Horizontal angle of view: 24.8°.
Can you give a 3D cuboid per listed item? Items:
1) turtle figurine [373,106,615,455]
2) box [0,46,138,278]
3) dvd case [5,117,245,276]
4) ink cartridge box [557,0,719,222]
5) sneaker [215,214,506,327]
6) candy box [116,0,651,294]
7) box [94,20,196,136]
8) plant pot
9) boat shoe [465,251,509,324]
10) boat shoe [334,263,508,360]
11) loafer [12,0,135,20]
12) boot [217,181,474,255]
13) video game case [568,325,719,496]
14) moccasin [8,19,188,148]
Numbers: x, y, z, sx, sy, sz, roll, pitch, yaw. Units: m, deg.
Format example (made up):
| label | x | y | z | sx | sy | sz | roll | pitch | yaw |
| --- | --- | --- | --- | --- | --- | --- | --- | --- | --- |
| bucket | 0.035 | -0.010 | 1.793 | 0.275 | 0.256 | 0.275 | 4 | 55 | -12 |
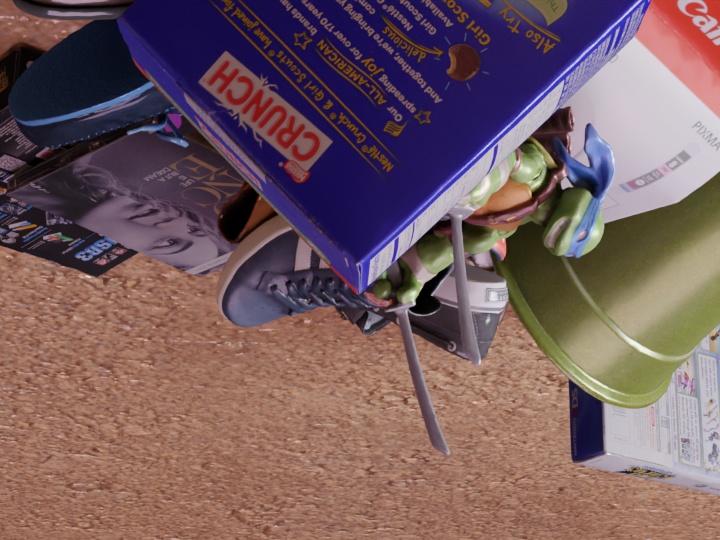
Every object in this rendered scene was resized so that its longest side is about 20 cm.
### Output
| label | x | y | z | sx | sy | sz | roll | pitch | yaw |
| --- | --- | --- | --- | --- | --- | --- | --- | --- | --- |
| turtle figurine | 0.021 | -0.034 | 0.877 | 0.193 | 0.201 | 0.144 | 35 | -178 | 11 |
| box | -0.217 | -0.071 | 1.189 | 0.197 | 0.050 | 0.199 | 18 | 149 | -38 |
| dvd case | -0.129 | -0.050 | 1.168 | 0.148 | 0.016 | 0.199 | -21 | 151 | 33 |
| ink cartridge box | 0.154 | -0.102 | 0.916 | 0.162 | 0.057 | 0.199 | 35 | 150 | -31 |
| sneaker | 0.000 | 0.000 | 0.992 | 0.199 | 0.085 | 0.075 | -29 | 148 | 21 |
| candy box | 0.013 | -0.118 | 0.783 | 0.200 | 0.169 | 0.077 | -42 | 169 | -10 |
| box | -0.082 | -0.161 | 0.966 | 0.142 | 0.036 | 0.200 | -22 | 152 | 2 |
| plant pot | 0.222 | -0.035 | 1.154 | 0.199 | 0.202 | 0.190 | 19 | 137 | -37 |
| boat shoe | 0.104 | -0.016 | 1.300 | 0.074 | 0.069 | 0.200 | -4 | 156 | 5 |
| boat shoe | 0.014 | 0.014 | 1.128 | 0.199 | 0.067 | 0.070 | 17 | -167 | 33 |
| loafer | -0.086 | -0.178 | 0.842 | 0.198 | 0.072 | 0.063 | -14 | 129 | -24 |
| boot | 0.028 | -0.083 | 1.022 | 0.198 | 0.069 | 0.188 | 4 | 145 | -34 |
| video game case | 0.249 | 0.073 | 1.344 | 0.180 | 0.202 | 0.045 | 15 | 155 | -32 |
| moccasin | -0.096 | -0.111 | 0.915 | 0.198 | 0.081 | 0.068 | -21 | 141 | 3 |
